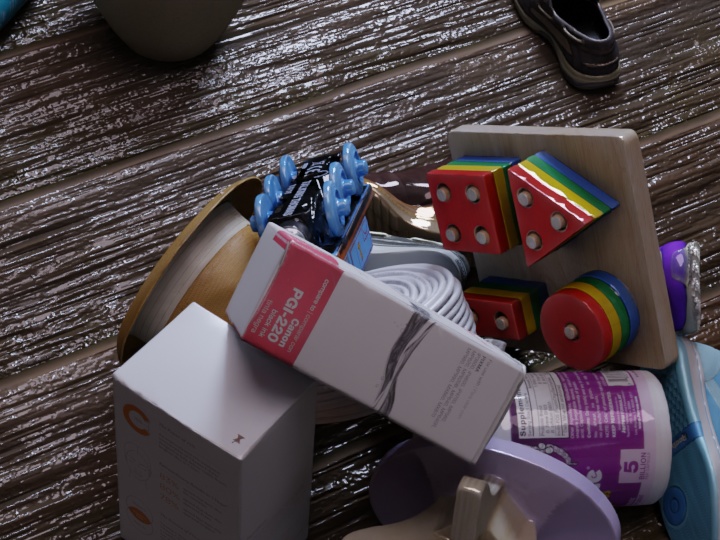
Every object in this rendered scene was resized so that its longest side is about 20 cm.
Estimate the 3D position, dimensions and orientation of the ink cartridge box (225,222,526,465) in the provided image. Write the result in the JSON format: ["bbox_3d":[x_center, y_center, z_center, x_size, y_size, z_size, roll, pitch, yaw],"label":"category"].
[{"bbox_3d":[0.008,0.051,1.350,0.199,0.085,0.146,27,2,-11],"label":"ink cartridge box"}]

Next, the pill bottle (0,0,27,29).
[{"bbox_3d":[-0.386,-0.310,1.868,0.110,0.111,0.201,19,48,13],"label":"pill bottle"}]

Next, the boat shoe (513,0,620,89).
[{"bbox_3d":[0.220,-0.276,1.914,0.074,0.074,0.201,-15,50,-19],"label":"boat shoe"}]

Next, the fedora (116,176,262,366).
[{"bbox_3d":[-0.123,0.018,1.544,0.081,0.201,0.201,35,52,7],"label":"fedora"}]

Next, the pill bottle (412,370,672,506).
[{"bbox_3d":[0.145,0.140,1.490,0.197,0.113,0.113,-2,47,-6],"label":"pill bottle"}]

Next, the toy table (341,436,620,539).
[{"bbox_3d":[0.089,0.209,1.388,0.198,0.186,0.117,4,28,19],"label":"toy table"}]

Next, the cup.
[{"bbox_3d":[-0.195,-0.299,1.852,0.198,0.144,0.202,3,47,-3],"label":"cup"}]

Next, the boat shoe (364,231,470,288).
[{"bbox_3d":[0.000,0.000,1.648,0.198,0.072,0.064,6,13,12],"label":"boat shoe"}]

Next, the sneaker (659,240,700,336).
[{"bbox_3d":[0.235,0.024,1.568,0.098,0.200,0.070,2,76,1],"label":"sneaker"}]

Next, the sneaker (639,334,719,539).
[{"bbox_3d":[0.312,0.151,1.522,0.129,0.079,0.202,8,64,-27],"label":"sneaker"}]

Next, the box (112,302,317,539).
[{"bbox_3d":[-0.112,0.146,1.401,0.124,0.201,0.097,30,51,21],"label":"box"}]

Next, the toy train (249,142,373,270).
[{"bbox_3d":[-0.035,-0.030,1.524,0.086,0.115,0.200,-10,18,12],"label":"toy train"}]

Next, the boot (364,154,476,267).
[{"bbox_3d":[0.065,-0.075,1.732,0.198,0.073,0.167,20,36,15],"label":"boot"}]

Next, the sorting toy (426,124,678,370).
[{"bbox_3d":[0.151,-0.013,1.520,0.069,0.202,0.198,-28,22,-37],"label":"sorting toy"}]

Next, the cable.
[{"bbox_3d":[-0.003,0.060,1.522,0.198,0.070,0.200,-24,19,-18],"label":"cable"}]
